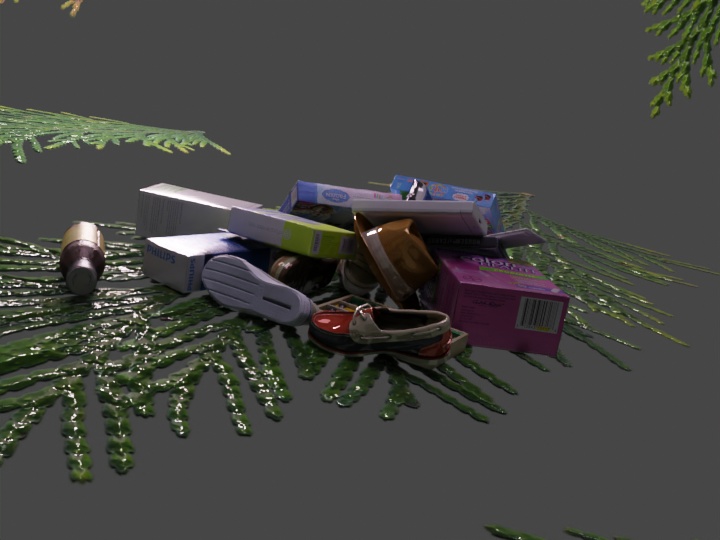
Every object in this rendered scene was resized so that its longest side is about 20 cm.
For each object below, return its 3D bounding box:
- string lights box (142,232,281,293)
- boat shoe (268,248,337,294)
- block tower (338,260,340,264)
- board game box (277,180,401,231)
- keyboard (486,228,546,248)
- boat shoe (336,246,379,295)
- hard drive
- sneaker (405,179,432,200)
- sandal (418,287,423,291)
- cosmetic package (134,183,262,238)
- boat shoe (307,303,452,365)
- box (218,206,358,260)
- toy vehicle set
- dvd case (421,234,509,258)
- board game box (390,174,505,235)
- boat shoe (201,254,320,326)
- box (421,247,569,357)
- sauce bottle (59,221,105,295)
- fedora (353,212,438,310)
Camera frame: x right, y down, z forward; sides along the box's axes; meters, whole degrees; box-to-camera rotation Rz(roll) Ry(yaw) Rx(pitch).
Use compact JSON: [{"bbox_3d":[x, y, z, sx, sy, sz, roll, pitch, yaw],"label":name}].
[{"bbox_3d":[-0.228,-0.017,1.395,0.102,0.060,0.198,21,17,35],"label":"string lights box"},{"bbox_3d":[-0.106,-0.002,1.402,0.075,0.073,0.200,29,9,16],"label":"boat shoe"},{"bbox_3d":[0.033,-0.026,1.635,0.196,0.055,0.058,7,15,-13],"label":"block tower"},{"bbox_3d":[-0.049,-0.095,1.649,0.195,0.044,0.200,4,-21,-20],"label":"board game box"},{"bbox_3d":[0.221,-0.046,1.524,0.056,0.011,0.198,19,-18,-39],"label":"keyboard"},{"bbox_3d":[0.000,0.000,1.477,0.074,0.069,0.200,31,23,-4],"label":"boat shoe"},{"bbox_3d":[0.098,-0.084,1.457,0.196,0.027,0.132,3,-13,19],"label":"hard drive"},{"bbox_3d":[0.112,-0.096,1.576,0.076,0.077,0.200,23,-15,11],"label":"sneaker"},{"bbox_3d":[0.102,0.011,1.567,0.199,0.051,0.082,2,-4,17],"label":"sandal"},{"bbox_3d":[-0.283,-0.089,1.579,0.196,0.086,0.108,11,13,7],"label":"cosmetic package"},{"bbox_3d":[0.024,0.075,1.174,0.196,0.063,0.072,8,40,15],"label":"boat shoe"},{"bbox_3d":[-0.114,-0.061,1.408,0.198,0.049,0.121,17,8,36],"label":"box"},{"bbox_3d":[0.041,0.084,1.276,0.197,0.027,0.124,18,16,25],"label":"toy vehicle set"},{"bbox_3d":[0.184,-0.022,1.567,0.147,0.025,0.200,2,-16,19],"label":"dvd case"},{"bbox_3d":[0.164,-0.100,1.643,0.197,0.037,0.152,13,-29,27],"label":"board game box"},{"bbox_3d":[-0.143,0.037,1.272,0.198,0.073,0.062,25,-5,33],"label":"boat shoe"},{"bbox_3d":[0.205,0.045,1.403,0.172,0.099,0.200,8,14,-10],"label":"box"},{"bbox_3d":[-0.392,-0.016,1.261,0.063,0.066,0.200,6,14,-17],"label":"sauce bottle"},{"bbox_3d":[0.065,-0.023,1.388,0.081,0.202,0.201,-31,8,12],"label":"fedora"}]
